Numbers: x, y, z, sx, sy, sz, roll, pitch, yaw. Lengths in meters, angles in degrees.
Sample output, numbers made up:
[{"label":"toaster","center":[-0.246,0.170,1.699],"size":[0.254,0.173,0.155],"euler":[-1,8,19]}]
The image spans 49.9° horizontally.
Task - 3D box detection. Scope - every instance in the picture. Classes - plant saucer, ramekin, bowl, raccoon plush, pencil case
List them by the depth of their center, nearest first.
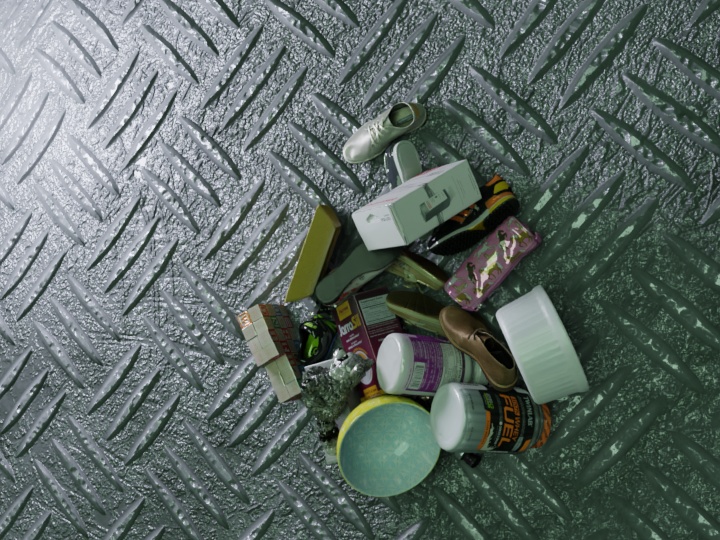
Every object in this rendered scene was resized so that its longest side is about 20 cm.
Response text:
[{"label":"ramekin","center":[0.316,0.136,1.368],"size":[0.097,0.200,0.202],"euler":[-24,78,7]},{"label":"bowl","center":[0.043,0.313,1.465],"size":[0.198,0.108,0.203],"euler":[-5,109,-13]},{"label":"pencil case","center":[0.250,-0.012,1.466],"size":[0.086,0.083,0.200],"euler":[42,95,2]},{"label":"raccoon plush","center":[-0.025,0.245,1.478],"size":[0.133,0.097,0.202],"euler":[-13,111,21]},{"label":"plant saucer","center":[-0.088,-0.031,1.576],"size":[0.048,0.200,0.202],"euler":[20,96,1]}]

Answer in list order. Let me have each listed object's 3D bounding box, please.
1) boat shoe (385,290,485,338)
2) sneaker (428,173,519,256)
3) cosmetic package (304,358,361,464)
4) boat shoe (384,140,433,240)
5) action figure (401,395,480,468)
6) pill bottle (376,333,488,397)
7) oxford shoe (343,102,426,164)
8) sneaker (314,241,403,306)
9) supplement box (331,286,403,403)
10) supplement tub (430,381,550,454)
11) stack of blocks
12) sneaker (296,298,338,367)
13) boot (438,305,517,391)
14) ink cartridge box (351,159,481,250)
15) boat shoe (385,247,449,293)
[{"label":"boat shoe","center":[0.140,0.097,1.504],"size":[0.198,0.073,0.064],"euler":[16,121,-1]},{"label":"sneaker","center":[0.211,-0.108,1.516],"size":[0.199,0.070,0.091],"euler":[-34,55,21]},{"label":"cosmetic package","center":[-0.037,0.278,1.574],"size":[0.089,0.107,0.202],"euler":[-20,78,22]},{"label":"boat shoe","center":[0.099,-0.159,1.564],"size":[0.060,0.075,0.203],"euler":[-6,95,60]},{"label":"action figure","center":[0.152,0.302,1.515],"size":[0.199,0.069,0.131],"euler":[33,107,25]},{"label":"pill bottle","center":[0.139,0.181,1.452],"size":[0.112,0.198,0.114],"euler":[-172,90,-66]},{"label":"oxford shoe","center":[0.043,-0.288,1.596],"size":[0.199,0.058,0.076],"euler":[-27,79,21]},{"label":"sneaker","center":[-0.001,0.000,1.548],"size":[0.201,0.108,0.068],"euler":[-37,81,2]},{"label":"supplement box","center":[0.028,0.148,1.539],"size":[0.110,0.085,0.202],"euler":[-36,70,57]},{"label":"supplement tub","center":[0.236,0.269,1.399],"size":[0.122,0.198,0.124],"euler":[-28,58,60]},{"label":"stack of blocks","center":[-0.173,0.174,1.633],"size":[0.058,0.115,0.202],"euler":[-29,77,19]},{"label":"sneaker","center":[-0.080,0.110,1.613],"size":[0.070,0.083,0.202],"euler":[21,94,23]},{"label":"boot","center":[0.214,0.122,1.397],"size":[0.073,0.076,0.200],"euler":[-31,55,-16]},{"label":"ink cartridge box","center":[0.104,-0.120,1.445],"size":[0.145,0.199,0.086],"euler":[-6,111,60]},{"label":"boat shoe","center":[0.091,-0.004,1.557],"size":[0.199,0.073,0.063],"euler":[31,107,33]}]
